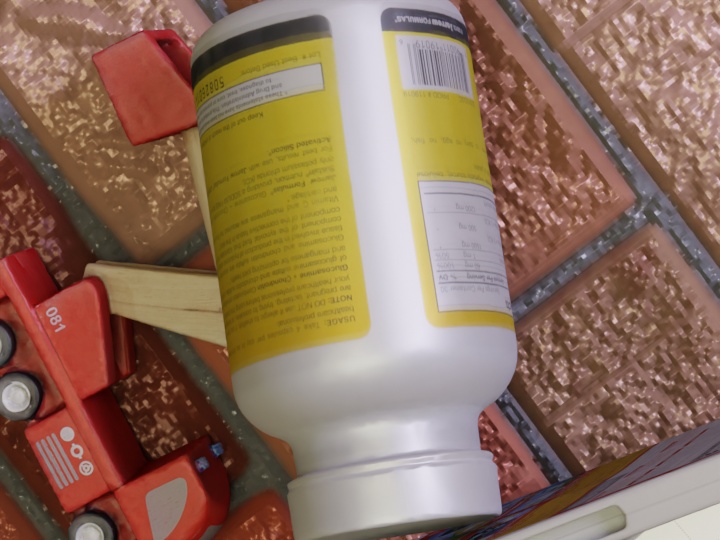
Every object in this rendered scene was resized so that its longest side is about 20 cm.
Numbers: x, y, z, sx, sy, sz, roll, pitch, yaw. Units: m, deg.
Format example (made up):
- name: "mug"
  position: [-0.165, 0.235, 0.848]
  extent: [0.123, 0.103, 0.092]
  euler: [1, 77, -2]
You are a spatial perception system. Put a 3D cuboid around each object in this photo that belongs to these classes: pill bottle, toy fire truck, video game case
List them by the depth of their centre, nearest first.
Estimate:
- name: "video game case"
  position: [0.081, 0.092, 0.818]
  extent: [0.199, 0.143, 0.018]
  euler: [-25, 87, 26]
- name: "pill bottle"
  position: [0.000, 0.000, 0.836]
  extent: [0.111, 0.112, 0.202]
  euler: [-10, 80, 10]
- name: "toy fire truck"
  position: [-0.091, 0.016, 0.908]
  extent: [0.140, 0.049, 0.201]
  euler: [-28, 92, 11]

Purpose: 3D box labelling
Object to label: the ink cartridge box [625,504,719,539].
- name: "ink cartridge box"
  position: [0.231, 0.127, 0.873]
  extent: [0.196, 0.043, 0.200]
  euler: [-43, 87, 11]
